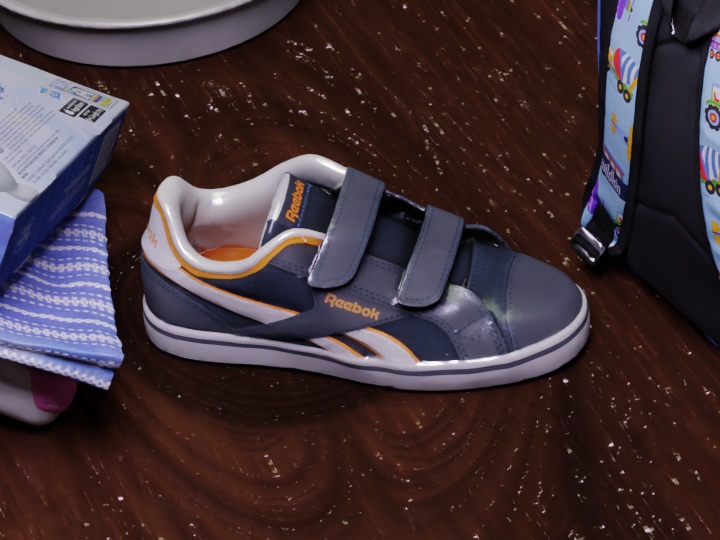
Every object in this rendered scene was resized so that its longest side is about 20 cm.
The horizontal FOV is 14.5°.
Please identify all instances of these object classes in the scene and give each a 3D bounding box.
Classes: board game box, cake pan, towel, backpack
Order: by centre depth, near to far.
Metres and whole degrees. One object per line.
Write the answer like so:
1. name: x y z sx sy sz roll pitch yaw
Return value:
1. backpack: 0.180 -0.067 1.192 0.134 0.201 0.183 -22 39 -22
2. towel: -0.173 -0.014 1.224 0.144 0.024 0.200 18 17 -14
3. board game box: -0.221 -0.068 1.237 0.198 0.043 0.200 22 19 3
4. cake pan: -0.113 -0.169 1.501 0.199 0.037 0.201 -3 36 2

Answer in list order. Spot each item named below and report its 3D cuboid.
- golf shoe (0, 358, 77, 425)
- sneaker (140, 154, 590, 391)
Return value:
1. golf shoe: -0.221 0.033 1.221 0.199 0.092 0.075 23 7 5
2. sneaker: 0.000 0.000 1.226 0.199 0.080 0.079 3 36 7
